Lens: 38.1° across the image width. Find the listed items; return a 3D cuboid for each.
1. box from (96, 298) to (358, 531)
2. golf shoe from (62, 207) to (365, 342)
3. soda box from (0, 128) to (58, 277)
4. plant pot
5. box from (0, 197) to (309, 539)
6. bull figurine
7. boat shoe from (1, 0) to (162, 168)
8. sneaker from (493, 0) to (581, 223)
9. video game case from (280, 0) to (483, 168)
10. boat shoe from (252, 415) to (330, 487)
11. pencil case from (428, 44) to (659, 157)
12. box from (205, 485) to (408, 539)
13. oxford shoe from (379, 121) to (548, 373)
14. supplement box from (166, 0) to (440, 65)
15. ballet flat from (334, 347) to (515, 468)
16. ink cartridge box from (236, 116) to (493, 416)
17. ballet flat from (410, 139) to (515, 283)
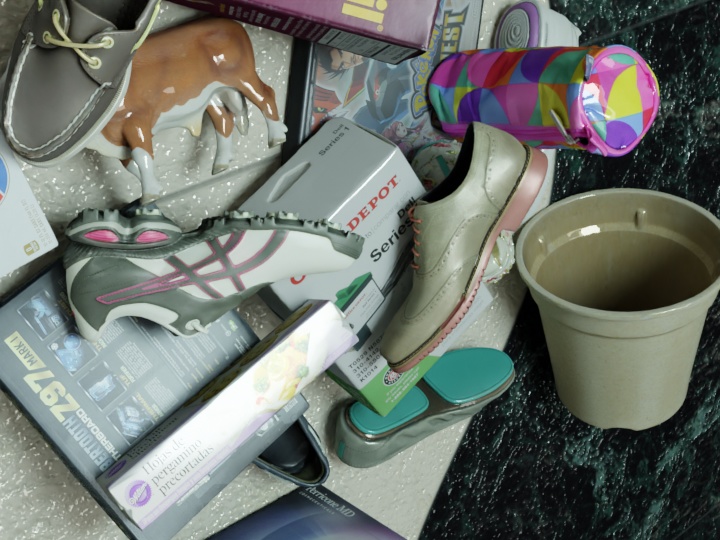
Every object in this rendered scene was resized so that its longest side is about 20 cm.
[{"bbox_3d":[-0.088,0.094,0.718,0.200,0.041,0.039,-40,104,-20],"label":"box"},{"bbox_3d":[-0.097,0.001,0.703,0.199,0.077,0.088,-1,91,-10],"label":"golf shoe"},{"bbox_3d":[-0.265,-0.088,0.636,0.068,0.064,0.201,-34,121,-26],"label":"soda box"},{"bbox_3d":[0.257,0.050,1.030,0.200,0.200,0.184,-32,132,-28],"label":"plant pot"},{"bbox_3d":[-0.155,0.073,0.739,0.158,0.051,0.200,-42,103,-22],"label":"box"},{"bbox_3d":[-0.144,-0.112,0.710,0.200,0.065,0.122,-30,98,-34],"label":"bull figurine"},{"bbox_3d":[-0.155,-0.151,0.609,0.072,0.060,0.200,31,93,-8],"label":"boat shoe"},{"bbox_3d":[0.167,-0.140,0.953,0.099,0.075,0.201,5,94,-42],"label":"sneaker"},{"bbox_3d":[0.022,-0.160,0.870,0.180,0.025,0.201,-1,104,-38],"label":"video game case"},{"bbox_3d":[-0.094,0.109,0.831,0.075,0.062,0.200,-43,124,-11],"label":"boat shoe"},{"bbox_3d":[0.138,-0.135,0.824,0.088,0.200,0.089,-6,102,-30],"label":"pencil case"},{"bbox_3d":[-0.050,0.289,0.831,0.198,0.200,0.124,-23,116,-33],"label":"box"},{"bbox_3d":[0.059,-0.019,0.789,0.075,0.070,0.200,29,93,-18],"label":"oxford shoe"},{"bbox_3d":[-0.042,-0.228,0.695,0.199,0.103,0.131,12,95,-10],"label":"supplement box"},{"bbox_3d":[0.058,0.126,0.970,0.200,0.067,0.064,-19,141,-33],"label":"ballet flat"},{"bbox_3d":[0.000,0.000,0.840,0.146,0.084,0.200,-46,133,-9],"label":"ink cartridge box"},{"bbox_3d":[0.094,-0.032,0.917,0.075,0.064,0.200,-30,139,7],"label":"ballet flat"}]
